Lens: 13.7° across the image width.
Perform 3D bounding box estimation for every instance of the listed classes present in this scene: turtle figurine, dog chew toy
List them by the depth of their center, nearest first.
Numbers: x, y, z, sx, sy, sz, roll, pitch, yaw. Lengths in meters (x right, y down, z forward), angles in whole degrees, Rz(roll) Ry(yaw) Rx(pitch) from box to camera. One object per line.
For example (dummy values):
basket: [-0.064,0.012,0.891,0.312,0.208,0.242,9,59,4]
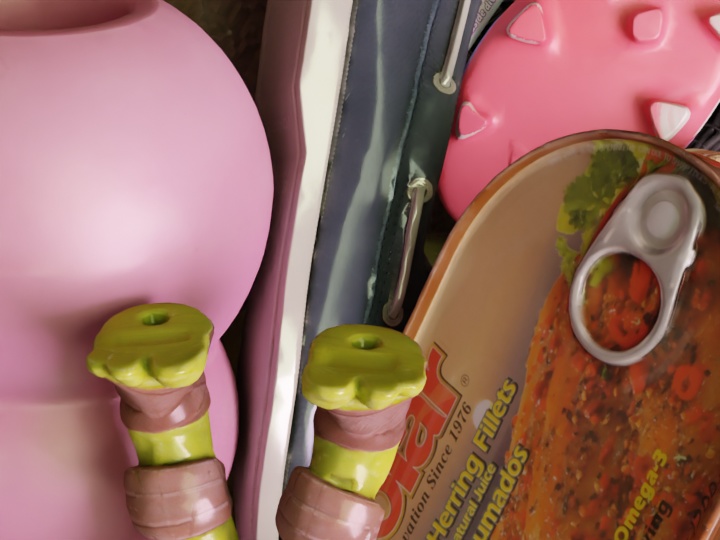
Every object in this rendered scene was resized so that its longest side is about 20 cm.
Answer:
turtle figurine: [-0.016,0.094,0.723,0.064,0.199,0.162,-32,129,-58]
dog chew toy: [-0.084,0.027,0.788,0.124,0.124,0.201,-10,112,-28]

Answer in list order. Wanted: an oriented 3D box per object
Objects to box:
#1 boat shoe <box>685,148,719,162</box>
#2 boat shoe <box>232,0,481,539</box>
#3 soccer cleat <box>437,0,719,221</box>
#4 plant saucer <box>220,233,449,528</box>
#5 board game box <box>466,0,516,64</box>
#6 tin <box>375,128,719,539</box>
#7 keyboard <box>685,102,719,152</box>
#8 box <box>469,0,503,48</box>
boat shoe: [0.094,0.056,0.797,0.071,0.076,0.201,15,69,-20]
boat shoe: [0.000,0.000,0.817,0.061,0.075,0.202,6,86,-14]
soccer cleat: [0.094,-0.091,0.878,0.067,0.076,0.201,35,95,2]
plant saucer: [0.032,0.087,0.869,0.198,0.031,0.202,1,83,-11]
board game box: [0.122,-0.084,0.940,0.200,0.023,0.105,-38,113,-19]
tin: [0.046,0.062,0.752,0.042,0.112,0.201,9,111,-52]
keyboard: [0.126,0.008,0.894,0.127,0.021,0.200,49,52,-10]
box: [0.031,-0.180,0.860,0.137,0.039,0.201,42,78,-30]
